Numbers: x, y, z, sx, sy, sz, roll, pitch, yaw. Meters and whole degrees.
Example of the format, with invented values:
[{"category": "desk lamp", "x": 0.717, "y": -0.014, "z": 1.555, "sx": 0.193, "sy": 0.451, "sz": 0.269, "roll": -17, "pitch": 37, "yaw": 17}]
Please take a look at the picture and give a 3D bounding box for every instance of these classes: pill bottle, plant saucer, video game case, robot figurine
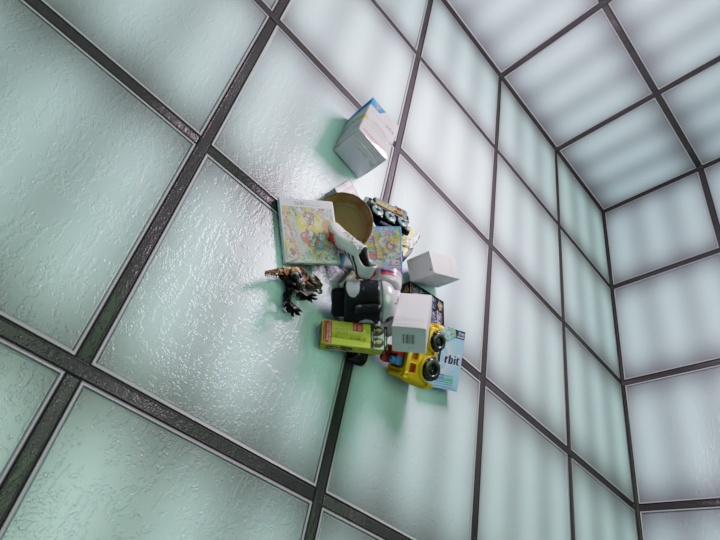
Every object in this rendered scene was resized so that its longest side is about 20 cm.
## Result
[{"category": "pill bottle", "x": 0.087, "y": -0.029, "z": 1.785, "sx": 0.110, "sy": 0.110, "sz": 0.206, "roll": 30, "pitch": 51, "yaw": -33}, {"category": "plant saucer", "x": -0.057, "y": -0.143, "z": 1.676, "sx": 0.192, "sy": 0.036, "sz": 0.208, "roll": 1, "pitch": 71, "yaw": -3}, {"category": "video game case", "x": -0.152, "y": -0.114, "z": 1.594, "sx": 0.176, "sy": 0.023, "sz": 0.208, "roll": 2, "pitch": 69, "yaw": -29}, {"category": "video game case", "x": 0.032, "y": -0.073, "z": 1.682, "sx": 0.191, "sy": 0.018, "sz": 0.148, "roll": 0, "pitch": 61, "yaw": 0}, {"category": "robot figurine", "x": 0.011, "y": 0.094, "z": 1.566, "sx": 0.192, "sy": 0.127, "sz": 0.154, "roll": 0, "pitch": 48, "yaw": -3}]

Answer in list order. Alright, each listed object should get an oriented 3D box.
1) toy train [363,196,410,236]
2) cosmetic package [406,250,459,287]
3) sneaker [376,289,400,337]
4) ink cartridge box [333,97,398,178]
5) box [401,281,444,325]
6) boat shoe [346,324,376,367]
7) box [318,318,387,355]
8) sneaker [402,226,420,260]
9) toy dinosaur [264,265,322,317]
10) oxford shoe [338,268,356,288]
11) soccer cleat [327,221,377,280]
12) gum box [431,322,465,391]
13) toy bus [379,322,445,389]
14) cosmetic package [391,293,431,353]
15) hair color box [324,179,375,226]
[{"category": "toy train", "x": 0.087, "y": -0.187, "z": 1.875, "sx": 0.195, "sy": 0.086, "sz": 0.116, "roll": 22, "pitch": 38, "yaw": -21}, {"category": "cosmetic package", "x": 0.264, "y": -0.001, "z": 1.942, "sx": 0.197, "sy": 0.105, "sz": 0.088, "roll": 14, "pitch": 61, "yaw": -53}, {"category": "sneaker", "x": 0.076, "y": 0.156, "z": 1.702, "sx": 0.100, "sy": 0.076, "sz": 0.203, "roll": 49, "pitch": 64, "yaw": -37}, {"category": "ink cartridge box", "x": 0.021, "y": -0.466, "z": 1.904, "sx": 0.147, "sy": 0.143, "sz": 0.204, "roll": 42, "pitch": 45, "yaw": -23}, {"category": "box", "x": 0.219, "y": 0.169, "z": 1.878, "sx": 0.196, "sy": 0.049, "sz": 0.207, "roll": 29, "pitch": 53, "yaw": -38}, {"category": "boat shoe", "x": 0.002, "y": 0.180, "z": 1.615, "sx": 0.063, "sy": 0.072, "sz": 0.208, "roll": 35, "pitch": 52, "yaw": -40}, {"category": "box", "x": -0.020, "y": 0.191, "z": 1.537, "sx": 0.192, "sy": 0.050, "sz": 0.078, "roll": 9, "pitch": 61, "yaw": -11}, {"category": "sneaker", "x": 0.149, "y": -0.088, "z": 1.926, "sx": 0.076, "sy": 0.076, "sz": 0.201, "roll": 38, "pitch": 38, "yaw": -6}, {"category": "toy dinosaur", "x": -0.183, "y": 0.041, "z": 1.492, "sx": 0.193, "sy": 0.103, "sz": 0.139, "roll": 4, "pitch": 51, "yaw": -27}, {"category": "oxford shoe", "x": 0.000, "y": 0.000, "z": 1.704, "sx": 0.058, "sy": 0.075, "sz": 0.201, "roll": 45, "pitch": 50, "yaw": -10}, {"category": "soccer cleat", "x": -0.022, "y": -0.067, "z": 1.581, "sx": 0.068, "sy": 0.085, "sz": 0.203, "roll": -26, "pitch": 80, "yaw": -45}, {"category": "gum box", "x": 0.278, "y": 0.295, "z": 1.831, "sx": 0.166, "sy": 0.044, "sz": 0.208, "roll": 17, "pitch": 80, "yaw": -39}, {"category": "toy bus", "x": 0.152, "y": 0.246, "z": 1.683, "sx": 0.187, "sy": 0.134, "sz": 0.207, "roll": 22, "pitch": 78, "yaw": -29}, {"category": "cosmetic package", "x": 0.155, "y": 0.152, "z": 1.607, "sx": 0.201, "sy": 0.103, "sz": 0.088, "roll": -62, "pitch": 153, "yaw": -62}, {"category": "hair color box", "x": -0.028, "y": -0.185, "z": 1.775, "sx": 0.099, "sy": 0.060, "sz": 0.204, "roll": -37, "pitch": 100, "yaw": -49}]
